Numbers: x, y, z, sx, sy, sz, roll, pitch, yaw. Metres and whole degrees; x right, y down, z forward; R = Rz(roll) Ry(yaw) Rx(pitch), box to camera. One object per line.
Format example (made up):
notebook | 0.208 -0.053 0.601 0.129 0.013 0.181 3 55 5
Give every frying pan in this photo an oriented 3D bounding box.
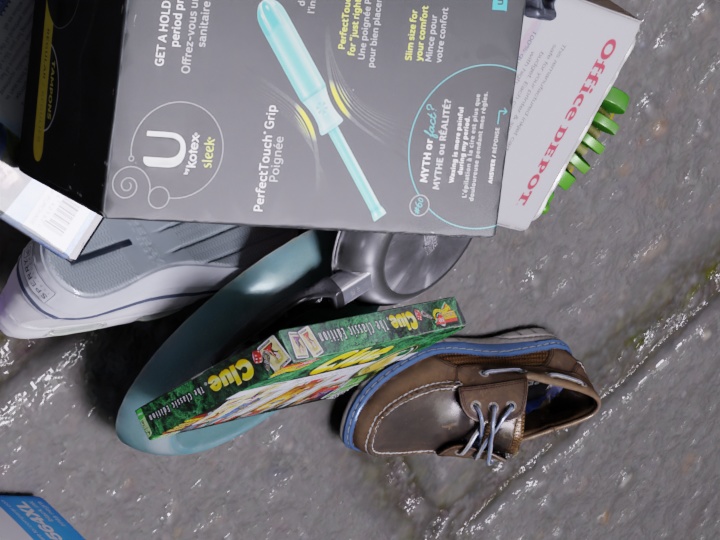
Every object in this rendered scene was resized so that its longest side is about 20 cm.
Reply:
frying pan | 0.004 -0.014 1.454 0.190 0.031 0.115 -24 139 -40

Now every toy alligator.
toy alligator | 0.111 -0.064 1.648 0.200 0.054 0.059 -53 143 4

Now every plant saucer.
plant saucer | -0.053 0.044 1.533 0.200 0.027 0.200 -37 162 -14

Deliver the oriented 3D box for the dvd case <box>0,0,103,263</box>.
dvd case | -0.175 -0.113 1.255 0.200 0.018 0.143 35 85 -30

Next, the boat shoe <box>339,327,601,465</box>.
boat shoe | 0.077 0.086 1.728 0.200 0.072 0.072 -16 132 -38

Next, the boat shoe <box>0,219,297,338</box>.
boat shoe | -0.121 -0.010 1.452 0.200 0.074 0.067 -12 161 -48

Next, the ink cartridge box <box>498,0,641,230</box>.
ink cartridge box | 0.047 -0.115 1.510 0.200 0.086 0.148 13 111 -52

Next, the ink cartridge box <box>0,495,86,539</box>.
ink cartridge box | -0.257 0.201 1.466 0.200 0.084 0.146 9 115 -49

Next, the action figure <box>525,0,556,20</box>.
action figure | 0.138 -0.241 1.422 0.193 0.105 0.200 -20 106 -34

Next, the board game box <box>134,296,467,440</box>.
board game box | -0.029 0.053 1.479 0.105 0.023 0.200 -32 169 28

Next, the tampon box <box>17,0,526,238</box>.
tampon box | -0.042 -0.103 1.242 0.200 0.126 0.150 3 101 -26
